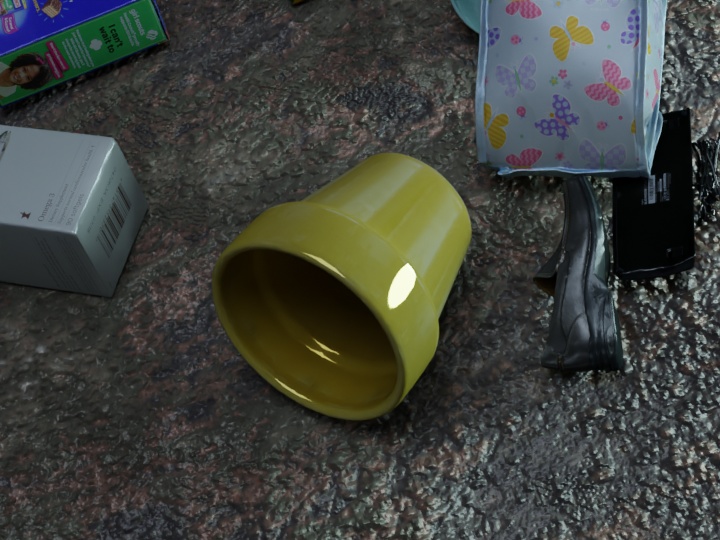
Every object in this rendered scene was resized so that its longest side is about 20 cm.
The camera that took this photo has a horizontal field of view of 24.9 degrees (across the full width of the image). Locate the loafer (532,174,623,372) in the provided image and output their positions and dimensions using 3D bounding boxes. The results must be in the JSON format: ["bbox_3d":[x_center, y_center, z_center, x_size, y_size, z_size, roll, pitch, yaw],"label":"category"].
[{"bbox_3d":[0.191,0.000,1.477,0.072,0.073,0.200,-9,55,12],"label":"loafer"}]

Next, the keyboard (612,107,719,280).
[{"bbox_3d":[0.289,-0.067,1.524,0.104,0.040,0.200,-9,49,20],"label":"keyboard"}]

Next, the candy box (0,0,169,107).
[{"bbox_3d":[-0.330,-0.291,1.768,0.200,0.077,0.169,-24,54,-2],"label":"candy box"}]

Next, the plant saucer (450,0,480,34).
[{"bbox_3d":[0.191,-0.298,1.691,0.200,0.036,0.200,-6,57,9],"label":"plant saucer"}]

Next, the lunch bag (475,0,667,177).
[{"bbox_3d":[0.199,-0.187,1.553,0.169,0.127,0.200,0,82,20],"label":"lunch bag"}]

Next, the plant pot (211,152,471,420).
[{"bbox_3d":[0.000,0.000,1.457,0.201,0.201,0.189,21,48,24],"label":"plant pot"}]

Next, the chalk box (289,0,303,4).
[{"bbox_3d":[-0.059,-0.414,1.769,0.124,0.124,0.200,-21,56,-2],"label":"chalk box"}]

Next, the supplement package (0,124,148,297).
[{"bbox_3d":[-0.331,-0.063,1.603,0.200,0.117,0.117,7,60,17],"label":"supplement package"}]
